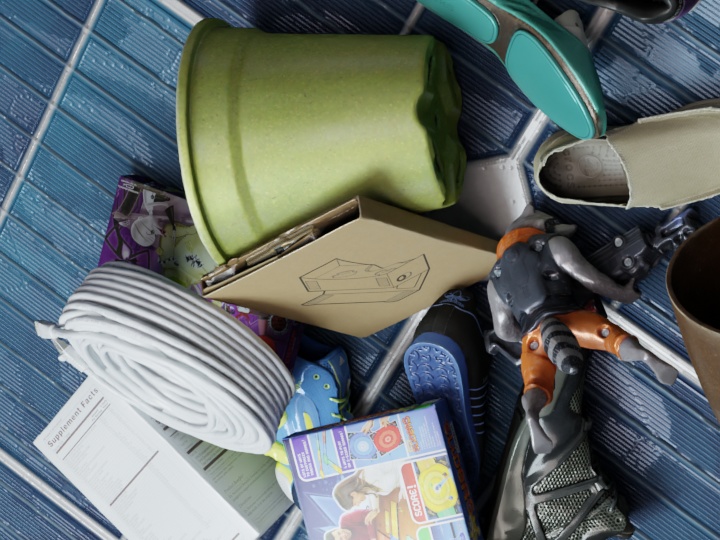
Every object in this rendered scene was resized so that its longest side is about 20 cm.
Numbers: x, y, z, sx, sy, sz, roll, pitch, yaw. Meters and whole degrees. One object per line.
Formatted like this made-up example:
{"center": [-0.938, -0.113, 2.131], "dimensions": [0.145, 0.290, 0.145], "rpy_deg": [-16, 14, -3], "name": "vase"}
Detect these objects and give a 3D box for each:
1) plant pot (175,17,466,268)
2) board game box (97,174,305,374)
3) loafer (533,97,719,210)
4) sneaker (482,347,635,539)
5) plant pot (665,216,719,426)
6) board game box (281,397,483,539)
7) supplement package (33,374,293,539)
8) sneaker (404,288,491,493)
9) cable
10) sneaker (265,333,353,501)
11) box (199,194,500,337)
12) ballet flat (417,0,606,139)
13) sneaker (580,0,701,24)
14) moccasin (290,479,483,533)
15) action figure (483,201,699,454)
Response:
{"center": [-0.021, -0.105, 1.586], "dimensions": [0.184, 0.200, 0.201], "rpy_deg": [-5, 108, 15], "name": "plant pot"}
{"center": [-0.131, 0.005, 1.733], "dimensions": [0.200, 0.032, 0.120], "rpy_deg": [20, 106, 26], "name": "board game box"}
{"center": [0.218, -0.078, 1.536], "dimensions": [0.200, 0.068, 0.076], "rpy_deg": [-10, 105, 29], "name": "loafer"}
{"center": [0.173, 0.148, 1.651], "dimensions": [0.114, 0.076, 0.200], "rpy_deg": [12, 99, -3], "name": "sneaker"}
{"center": [0.326, 0.079, 1.497], "dimensions": [0.187, 0.187, 0.200], "rpy_deg": [4, 125, 25], "name": "plant pot"}
{"center": [0.027, 0.213, 1.635], "dimensions": [0.135, 0.034, 0.200], "rpy_deg": [-14, 91, 20], "name": "board game box"}
{"center": [-0.163, 0.166, 1.794], "dimensions": [0.200, 0.110, 0.114], "rpy_deg": [45, 122, 3], "name": "supplement package"}
{"center": [0.077, 0.104, 1.684], "dimensions": [0.070, 0.078, 0.200], "rpy_deg": [15, 137, 17], "name": "sneaker"}
{"center": [-0.147, 0.072, 1.654], "dimensions": [0.200, 0.069, 0.200], "rpy_deg": [38, 159, -19], "name": "cable"}
{"center": [-0.035, 0.128, 1.739], "dimensions": [0.200, 0.076, 0.105], "rpy_deg": [48, 122, 2], "name": "sneaker"}
{"center": [0.000, 0.000, 1.609], "dimensions": [0.163, 0.200, 0.021], "rpy_deg": [-26, 64, 32], "name": "box"}
{"center": [0.124, -0.183, 1.536], "dimensions": [0.200, 0.070, 0.067], "rpy_deg": [42, 154, 14], "name": "ballet flat"}
{"center": [0.152, -0.239, 1.493], "dimensions": [0.200, 0.088, 0.076], "rpy_deg": [25, 119, 16], "name": "sneaker"}
{"center": [0.039, 0.212, 1.699], "dimensions": [0.200, 0.068, 0.081], "rpy_deg": [22, 105, -14], "name": "moccasin"}
{"center": [0.166, 0.017, 1.552], "dimensions": [0.200, 0.105, 0.194], "rpy_deg": [-39, 45, 16], "name": "action figure"}
